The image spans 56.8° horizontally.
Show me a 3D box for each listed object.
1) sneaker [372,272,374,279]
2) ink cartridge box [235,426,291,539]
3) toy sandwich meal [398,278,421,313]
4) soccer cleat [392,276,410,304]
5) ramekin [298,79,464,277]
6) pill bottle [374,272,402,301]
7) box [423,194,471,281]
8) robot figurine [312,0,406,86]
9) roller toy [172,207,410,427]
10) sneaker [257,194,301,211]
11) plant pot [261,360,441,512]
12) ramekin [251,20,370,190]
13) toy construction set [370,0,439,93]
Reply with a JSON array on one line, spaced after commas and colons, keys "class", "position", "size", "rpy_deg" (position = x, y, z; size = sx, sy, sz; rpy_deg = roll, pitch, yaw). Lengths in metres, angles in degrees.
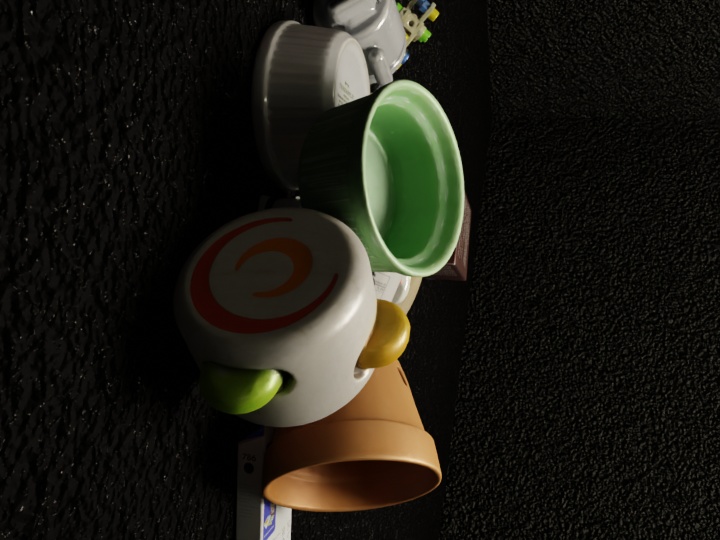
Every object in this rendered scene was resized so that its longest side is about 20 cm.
[{"class": "sneaker", "position": [-0.008, -0.002, 0.825], "size": [0.202, 0.077, 0.070], "rpy_deg": [-61, -178, 6]}, {"class": "ink cartridge box", "position": [-0.114, 0.253, 0.807], "size": [0.099, 0.039, 0.204], "rpy_deg": [-14, 108, -74]}, {"class": "toy sandwich meal", "position": [0.026, 0.038, 1.090], "size": [0.205, 0.070, 0.207], "rpy_deg": [-45, 149, -36]}, {"class": "soccer cleat", "position": [0.047, -0.040, 1.010], "size": [0.077, 0.069, 0.203], "rpy_deg": [22, 48, -48]}, {"class": "ramekin", "position": [0.023, -0.092, 0.716], "size": [0.199, 0.097, 0.204], "rpy_deg": [5, 84, -53]}, {"class": "pill bottle", "position": [0.000, 0.000, 0.911], "size": [0.203, 0.113, 0.114], "rpy_deg": [-66, 164, 3]}, {"class": "box", "position": [0.139, -0.079, 1.401], "size": [0.200, 0.163, 0.167], "rpy_deg": [34, 61, -73]}, {"class": "robot figurine", "position": [0.002, -0.339, 0.936], "size": [0.200, 0.111, 0.172], "rpy_deg": [41, 29, -71]}, {"class": "roller toy", "position": [-0.071, 0.045, 0.634], "size": [0.183, 0.198, 0.141], "rpy_deg": [50, -19, 40]}, {"class": "sneaker", "position": [-0.062, -0.056, 0.842], "size": [0.200, 0.079, 0.078], "rpy_deg": [-22, 114, -74]}, {"class": "plant pot", "position": [-0.013, 0.179, 0.763], "size": [0.201, 0.197, 0.142], "rpy_deg": [70, 13, -55]}, {"class": "ramekin", "position": [-0.051, -0.199, 0.814], "size": [0.202, 0.093, 0.206], "rpy_deg": [5, 90, -74]}, {"class": "toy construction set", "position": [0.049, -0.357, 1.096], "size": [0.132, 0.091, 0.201], "rpy_deg": [-75, -170, -55]}]
